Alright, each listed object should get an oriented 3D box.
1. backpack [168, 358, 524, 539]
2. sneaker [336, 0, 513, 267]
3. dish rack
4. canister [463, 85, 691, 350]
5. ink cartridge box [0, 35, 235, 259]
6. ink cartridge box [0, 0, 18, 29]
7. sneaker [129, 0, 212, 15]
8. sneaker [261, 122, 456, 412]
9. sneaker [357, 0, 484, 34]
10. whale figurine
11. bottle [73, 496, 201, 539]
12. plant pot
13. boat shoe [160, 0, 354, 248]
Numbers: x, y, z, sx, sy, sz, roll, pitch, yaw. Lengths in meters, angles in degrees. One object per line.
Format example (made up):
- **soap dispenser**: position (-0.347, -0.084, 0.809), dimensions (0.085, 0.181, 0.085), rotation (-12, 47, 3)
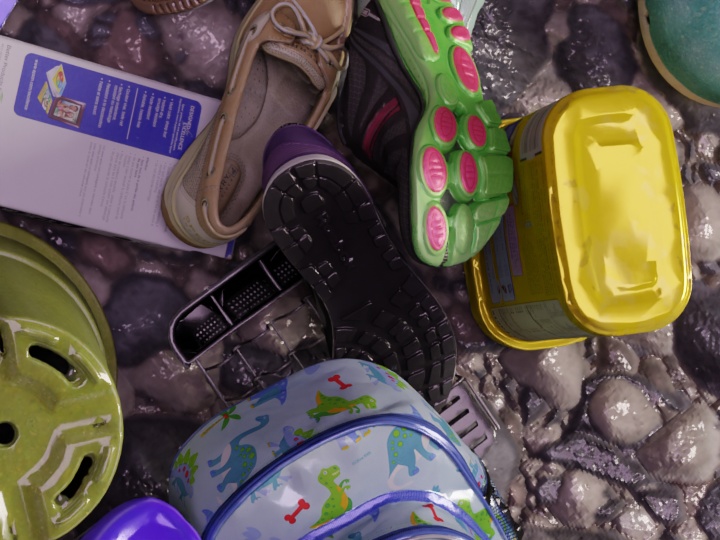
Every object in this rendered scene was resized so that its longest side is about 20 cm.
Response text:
- **backpack**: position (-0.002, 0.163, 1.079), dimensions (0.183, 0.147, 0.200), rotation (-31, 121, -2)
- **sneaker**: position (0.033, -0.080, 1.105), dimensions (0.077, 0.084, 0.200), rotation (18, 48, -32)
- **dish rack**: position (-0.010, 0.072, 1.173), dimensions (0.153, 0.055, 0.200), rotation (-36, 94, -10)
- **canister**: position (0.124, -0.028, 1.130), dimensions (0.086, 0.200, 0.149), rotation (-7, 88, -11)
- **ink cartridge box**: position (-0.164, -0.074, 1.141), dimensions (0.200, 0.039, 0.100), rotation (15, 83, -27)
- **ink cartridge box**: position (-0.336, -0.132, 1.125), dimensions (0.198, 0.043, 0.200), rotation (28, 81, -8)
- **sneaker**: position (-0.052, -0.217, 1.150), dimensions (0.112, 0.200, 0.071), rotation (-20, 85, -51)
- **sneaker**: position (0.000, 0.000, 1.117), dimensions (0.076, 0.088, 0.200), rotation (-22, 119, 2)
- **sneaker**: position (0.090, -0.194, 1.195), dimensions (0.200, 0.074, 0.118), rotation (1, 80, -2)
- **whale figurine**: position (0.283, -0.177, 1.219), dimensions (0.200, 0.104, 0.159), rotation (-7, 88, -12)
- **bottle**: position (-0.157, 0.188, 1.063), dimensions (0.065, 0.200, 0.084), rotation (47, 54, -4)
- **plant pot**: position (-0.211, 0.074, 1.039), dimensions (0.200, 0.190, 0.200), rotation (-2, 95, -21)
- **boat shoe**: position (-0.052, -0.104, 1.144), dimensions (0.073, 0.063, 0.201), rotation (37, 71, -22)
